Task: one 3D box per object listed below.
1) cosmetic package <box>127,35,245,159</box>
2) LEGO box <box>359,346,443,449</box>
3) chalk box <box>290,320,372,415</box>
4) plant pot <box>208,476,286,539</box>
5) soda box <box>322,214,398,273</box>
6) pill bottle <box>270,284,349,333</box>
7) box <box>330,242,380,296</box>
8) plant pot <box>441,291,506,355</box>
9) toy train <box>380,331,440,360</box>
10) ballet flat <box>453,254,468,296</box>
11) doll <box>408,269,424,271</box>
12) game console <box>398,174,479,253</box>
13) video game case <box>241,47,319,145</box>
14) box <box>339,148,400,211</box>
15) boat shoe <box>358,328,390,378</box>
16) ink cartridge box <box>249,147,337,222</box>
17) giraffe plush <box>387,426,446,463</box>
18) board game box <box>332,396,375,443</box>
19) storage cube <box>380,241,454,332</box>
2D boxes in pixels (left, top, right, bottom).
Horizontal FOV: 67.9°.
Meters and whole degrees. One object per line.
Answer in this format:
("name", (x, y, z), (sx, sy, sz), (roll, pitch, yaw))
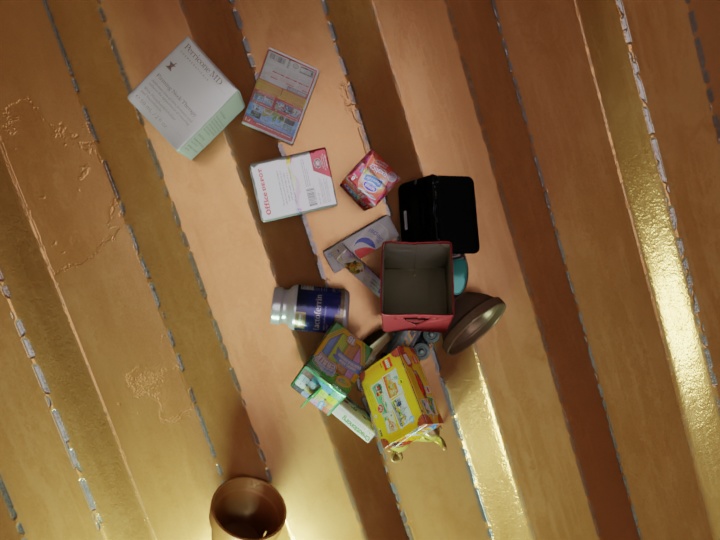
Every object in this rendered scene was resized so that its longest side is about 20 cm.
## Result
("cosmetic package", (-0.408, -0.403, 1.278), (0.200, 0.166, 0.167), (-45, 98, -1))
("LEGO box", (0.097, 0.316, 1.330), (0.148, 0.076, 0.203), (-38, 57, 30))
("chalk box", (-0.078, 0.251, 1.286), (0.123, 0.125, 0.201), (36, 48, -1))
("plant pot", (-0.302, 0.662, 1.382), (0.196, 0.201, 0.143), (17, 111, -7))
("soda box", (0.000, -0.070, 1.399), (0.197, 0.068, 0.064), (-30, 98, -3))
("pill bottle", (-0.130, 0.099, 1.377), (0.195, 0.116, 0.119), (5, 95, -6))
("box", (0.000, 0.000, 1.365), (0.039, 0.042, 0.200), (-44, 133, 5))
("plant pot", (0.278, 0.124, 1.407), (0.200, 0.201, 0.093), (-39, 65, -2))
("toy train", (0.135, 0.194, 1.434), (0.113, 0.085, 0.203), (30, 94, 6))
("ballet flat", (0.249, -0.033, 1.426), (0.069, 0.065, 0.205), (-2, 88, 2))
("doll", (0.152, -0.013, 1.429), (0.133, 0.048, 0.205), (9, 94, -7))
("game console", (0.201, -0.136, 1.394), (0.115, 0.173, 0.205), (7, 77, -48))
("video game case", (-0.204, -0.445, 1.370), (0.140, 0.017, 0.204), (21, 92, -7))
("box", (0.019, -0.219, 1.321), (0.100, 0.200, 0.096), (45, 88, -8))
("boat shoe", (0.011, 0.239, 1.430), (0.200, 0.074, 0.066), (-43, 101, 9))
("ink cartridge box", (-0.169, -0.216, 1.361), (0.195, 0.083, 0.149), (-13, 97, -5))
("giraffe plush", (0.124, 0.418, 1.430), (0.159, 0.174, 0.201), (-24, 132, 7))
("board game box", (-0.049, 0.355, 1.402), (0.199, 0.126, 0.035), (41, 91, -7))
("storage cube", (0.133, 0.047, 1.295), (0.167, 0.180, 0.205), (0, 72, 4))
